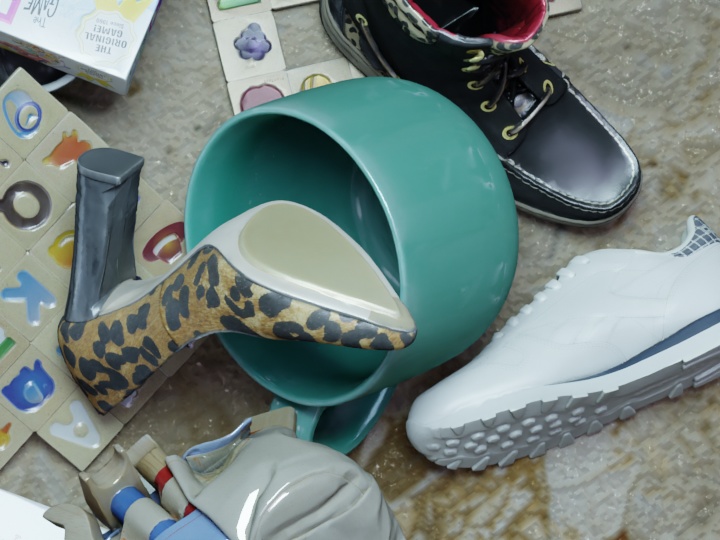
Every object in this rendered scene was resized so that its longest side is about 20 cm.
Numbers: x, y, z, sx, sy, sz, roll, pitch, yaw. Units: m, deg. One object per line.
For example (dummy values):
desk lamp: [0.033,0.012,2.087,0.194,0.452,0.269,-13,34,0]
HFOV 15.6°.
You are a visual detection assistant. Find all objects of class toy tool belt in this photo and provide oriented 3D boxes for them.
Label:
toy tool belt: [-0.087,0.138,1.182,0.200,0.123,0.125,-33,125,-15]

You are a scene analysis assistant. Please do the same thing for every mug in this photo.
mug: [-0.003,-0.011,1.321,0.114,0.185,0.152,-21,70,-43]

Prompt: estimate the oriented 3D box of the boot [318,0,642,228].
boot: [0.069,-0.105,1.328,0.200,0.151,0.073,42,78,2]

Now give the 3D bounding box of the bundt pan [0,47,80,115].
bundt pan: [-0.209,-0.167,1.353,0.201,0.076,0.202,1,79,-7]

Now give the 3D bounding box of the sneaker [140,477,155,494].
sneaker: [-0.060,0.191,1.246,0.087,0.074,0.200,-9,74,-4]

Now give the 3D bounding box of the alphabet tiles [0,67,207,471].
alphabet tiles: [-0.178,0.003,1.316,0.200,0.006,0.166,43,88,-19]

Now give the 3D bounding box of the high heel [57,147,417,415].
high heel: [-0.060,0.036,1.262,0.200,0.143,0.071,24,35,27]

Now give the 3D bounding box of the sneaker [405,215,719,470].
sneaker: [0.109,0.039,1.362,0.200,0.076,0.081,-20,71,-14]

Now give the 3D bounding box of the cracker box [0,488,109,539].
cracker box: [-0.142,0.196,1.302,0.200,0.058,0.134,21,77,-2]

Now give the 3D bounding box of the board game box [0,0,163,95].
board game box: [-0.185,-0.186,1.304,0.200,0.034,0.135,21,78,-2]

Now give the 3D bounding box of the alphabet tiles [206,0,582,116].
alphabet tiles: [0.013,-0.168,1.415,0.200,0.008,0.168,-12,81,-9]
